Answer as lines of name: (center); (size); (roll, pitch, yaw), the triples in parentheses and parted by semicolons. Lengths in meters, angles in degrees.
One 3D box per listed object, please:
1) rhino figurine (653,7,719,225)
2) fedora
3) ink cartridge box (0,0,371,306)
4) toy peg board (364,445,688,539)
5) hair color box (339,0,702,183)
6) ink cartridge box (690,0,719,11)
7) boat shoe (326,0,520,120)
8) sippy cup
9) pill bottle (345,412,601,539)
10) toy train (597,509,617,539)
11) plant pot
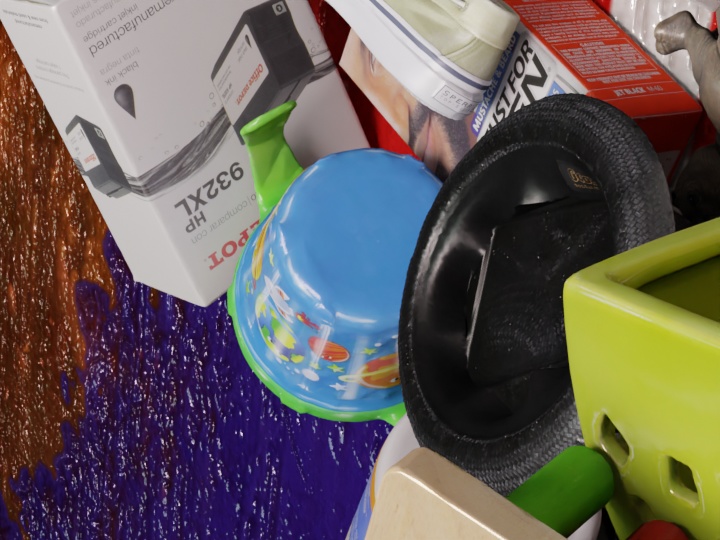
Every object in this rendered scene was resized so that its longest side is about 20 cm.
rhino figurine: (0.174, -0.087, 0.833); (0.087, 0.059, 0.201); (42, 131, 46)
fedora: (0.100, 0.019, 0.848); (0.200, 0.091, 0.202); (-38, 44, 50)
ink cartridge box: (-0.095, -0.104, 1.078); (0.084, 0.145, 0.201); (20, 141, 51)
toy peg board: (0.093, 0.175, 0.681); (0.199, 0.098, 0.201); (31, 127, 24)
hair color box: (0.075, -0.095, 0.971); (0.200, 0.064, 0.111); (52, 137, 37)
ink cartridge box: (0.141, -0.233, 0.767); (0.200, 0.084, 0.145); (-54, 49, 19)
boat shoe: (0.012, -0.154, 0.952); (0.062, 0.072, 0.200); (-50, 56, 15)
sippy cup: (0.000, 0.000, 0.999); (0.130, 0.177, 0.140); (106, -172, -72)
pill bottle: (0.046, 0.152, 0.969); (0.112, 0.111, 0.200); (63, 157, 25)
toy train: (0.099, 0.092, 1.000); (0.046, 0.034, 0.201); (-32, 70, 57)
plant pot: (0.209, 0.086, 0.707); (0.200, 0.198, 0.183); (23, 122, 50)
